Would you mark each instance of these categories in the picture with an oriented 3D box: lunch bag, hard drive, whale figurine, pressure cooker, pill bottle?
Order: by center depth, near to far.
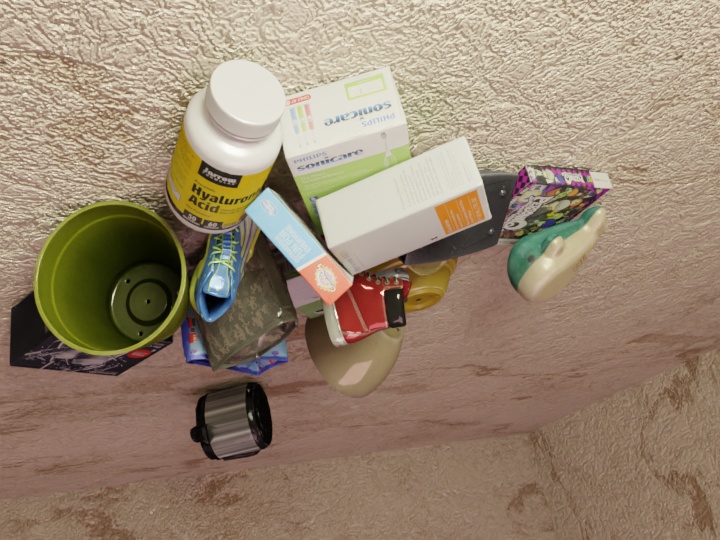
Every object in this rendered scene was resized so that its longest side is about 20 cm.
[{"bbox_3d":[-0.152,-0.137,0.768,0.109,0.114,0.200,0,153,-26],"label":"pill bottle"},{"bbox_3d":[0.142,-0.085,1.009,0.197,0.042,0.137,-12,127,-35],"label":"hard drive"},{"bbox_3d":[-0.174,0.038,1.053,0.116,0.167,0.199,-12,163,-42],"label":"lunch bag"},{"bbox_3d":[-0.230,0.087,1.165,0.093,0.154,0.198,-27,152,36],"label":"lunch bag"},{"bbox_3d":[0.337,-0.040,1.177,0.200,0.104,0.159,-46,151,9],"label":"whale figurine"},{"bbox_3d":[-0.340,0.393,1.761,0.195,0.181,0.178,-14,136,4],"label":"pressure cooker"}]

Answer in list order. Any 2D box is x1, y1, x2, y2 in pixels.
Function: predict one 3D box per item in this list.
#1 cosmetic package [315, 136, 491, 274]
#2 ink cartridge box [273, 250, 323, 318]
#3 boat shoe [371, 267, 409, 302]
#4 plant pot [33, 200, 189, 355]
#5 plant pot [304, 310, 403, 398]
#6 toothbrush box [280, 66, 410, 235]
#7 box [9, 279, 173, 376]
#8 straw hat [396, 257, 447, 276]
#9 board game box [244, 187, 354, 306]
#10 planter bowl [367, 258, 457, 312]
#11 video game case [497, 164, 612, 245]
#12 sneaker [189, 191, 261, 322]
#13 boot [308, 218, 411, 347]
[{"bbox_3d":[0.055,-0.076,0.842,0.196,0.073,0.101,-22,155,11],"label":"cosmetic package"},{"bbox_3d":[-0.085,0.019,1.203,0.102,0.061,0.200,-18,156,12],"label":"ink cartridge box"},{"bbox_3d":[0.016,0.053,1.143,0.069,0.068,0.198,7,160,-37],"label":"boat shoe"},{"bbox_3d":[-0.328,0.028,0.975,0.195,0.205,0.193,-10,168,-4],"label":"plant pot"},{"bbox_3d":[0.008,0.126,1.323,0.134,0.204,0.198,-36,147,31],"label":"plant pot"},{"bbox_3d":[-0.012,-0.141,0.855,0.142,0.088,0.201,-16,157,2],"label":"toothbrush box"},{"bbox_3d":[-0.446,0.092,1.133,0.180,0.106,0.198,-27,152,34],"label":"box"},{"bbox_3d":[0.099,-0.041,1.094,0.196,0.087,0.203,-9,148,-6],"label":"straw hat"},{"bbox_3d":[-0.072,-0.031,0.891,0.040,0.153,0.200,-41,-179,2],"label":"board game box"},{"bbox_3d":[0.100,0.022,1.271,0.195,0.085,0.201,-10,156,-4],"label":"planter bowl"},{"bbox_3d":[0.290,-0.103,1.147,0.178,0.037,0.200,0,153,-28],"label":"video game case"},{"bbox_3d":[-0.177,-0.018,0.925,0.074,0.105,0.204,14,110,-22],"label":"sneaker"},{"bbox_3d":[0.000,0.000,1.046,0.141,0.204,0.072,-18,178,10],"label":"boot"}]
